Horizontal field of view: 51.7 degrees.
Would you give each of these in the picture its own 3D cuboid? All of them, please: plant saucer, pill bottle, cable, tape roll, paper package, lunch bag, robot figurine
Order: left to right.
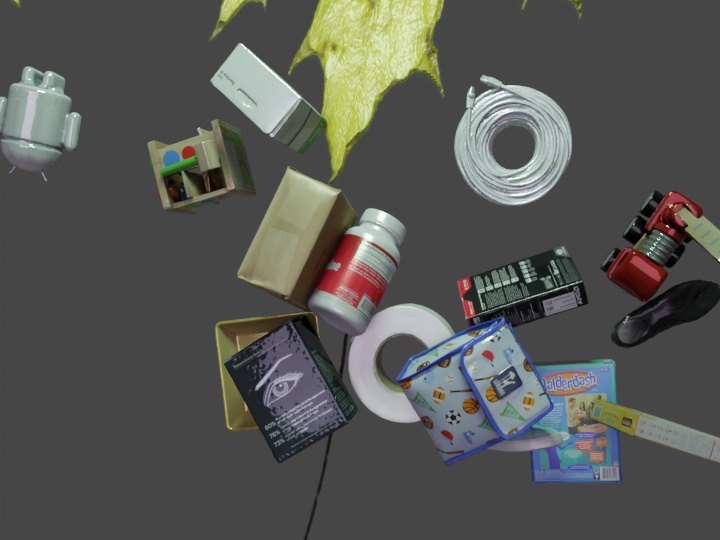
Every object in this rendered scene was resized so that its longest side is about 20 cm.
[{"bbox_3d":[-0.613,-0.276,1.406,0.166,0.113,0.204,11,93,3],"label":"robot figurine"},{"bbox_3d":[-0.158,0.183,1.368,0.196,0.048,0.204,-7,91,10],"label":"plant saucer"},{"bbox_3d":[-0.102,-0.045,1.267,0.102,0.191,0.203,24,84,12],"label":"paper package"},{"bbox_3d":[0.000,0.000,1.283,0.111,0.113,0.202,26,73,8],"label":"pill bottle"},{"bbox_3d":[0.078,0.161,1.314,0.198,0.071,0.207,0,92,10],"label":"tape roll"},{"bbox_3d":[0.183,0.187,1.182,0.198,0.124,0.172,-29,96,22],"label":"lunch bag"},{"bbox_3d":[0.260,-0.212,1.275,0.197,0.069,0.204,17,95,9],"label":"cable"}]

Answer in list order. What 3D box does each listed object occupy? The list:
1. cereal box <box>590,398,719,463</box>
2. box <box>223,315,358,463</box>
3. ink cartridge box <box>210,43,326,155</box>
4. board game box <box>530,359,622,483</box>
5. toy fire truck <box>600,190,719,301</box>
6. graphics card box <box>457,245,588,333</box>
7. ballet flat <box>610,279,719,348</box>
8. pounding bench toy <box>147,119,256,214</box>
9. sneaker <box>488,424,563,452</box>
[{"bbox_3d":[0.486,0.258,1.180,0.197,0.144,0.040,18,86,-9],"label":"cereal box"},{"bbox_3d":[-0.117,0.201,1.285,0.146,0.104,0.202,-30,86,9],"label":"box"},{"bbox_3d":[-0.151,-0.288,1.279,0.146,0.200,0.084,42,96,6],"label":"ink cartridge box"},{"bbox_3d":[0.364,0.258,1.277,0.149,0.045,0.204,-3,91,11],"label":"board game box"},{"bbox_3d":[0.487,-0.031,1.171,0.128,0.200,0.177,35,97,8],"label":"toy fire truck"},{"bbox_3d":[0.268,0.035,1.248,0.197,0.126,0.051,-20,117,10],"label":"graphics card box"},{"bbox_3d":[0.510,0.068,1.251,0.197,0.057,0.067,-25,88,3],"label":"ballet flat"},{"bbox_3d":[-0.297,-0.180,1.308,0.153,0.200,0.127,-15,89,9],"label":"pounding bench toy"},{"bbox_3d":[0.244,0.260,1.261,0.197,0.073,0.084,-4,86,32],"label":"sneaker"}]
